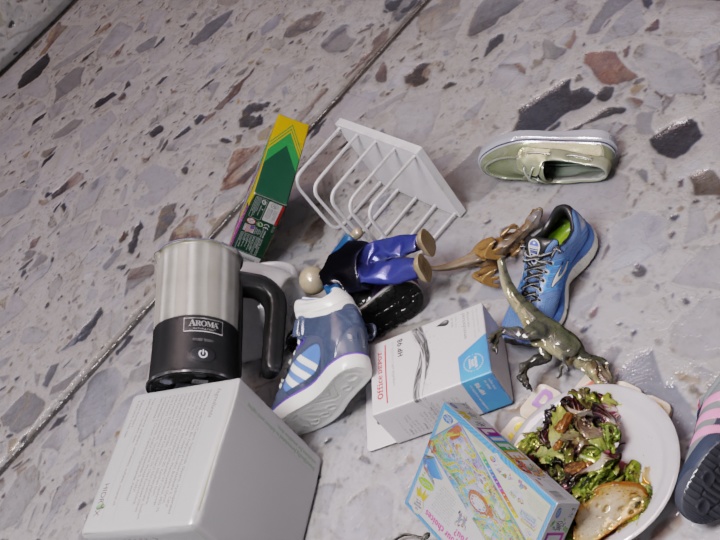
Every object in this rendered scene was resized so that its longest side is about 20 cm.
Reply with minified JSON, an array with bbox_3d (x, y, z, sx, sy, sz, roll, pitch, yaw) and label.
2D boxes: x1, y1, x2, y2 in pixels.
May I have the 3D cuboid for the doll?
[{"bbox_3d":[0.000,0.000,1.404,0.200,0.048,0.137,-10,53,31],"label":"doll"}]

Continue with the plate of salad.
[{"bbox_3d":[0.233,0.200,1.098,0.200,0.048,0.200,-23,42,23],"label":"plate of salad"}]

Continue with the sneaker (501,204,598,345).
[{"bbox_3d":[0.220,0.002,1.294,0.078,0.089,0.200,7,59,42],"label":"sneaker"}]

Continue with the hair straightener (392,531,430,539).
[{"bbox_3d":[-0.004,0.344,1.168,0.200,0.041,0.077,-39,38,8],"label":"hair straightener"}]

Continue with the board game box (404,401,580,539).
[{"bbox_3d":[0.132,0.246,1.111,0.200,0.034,0.135,40,115,51],"label":"board game box"}]

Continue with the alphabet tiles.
[{"bbox_3d":[0.239,0.198,1.145,0.196,0.015,0.200,-48,39,-12],"label":"alphabet tiles"}]

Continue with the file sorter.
[{"bbox_3d":[0.023,-0.112,1.525,0.125,0.139,0.200,-50,39,-11],"label":"file sorter"}]

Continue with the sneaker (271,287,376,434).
[{"bbox_3d":[-0.062,0.111,1.362,0.200,0.080,0.147,-45,47,37],"label":"sneaker"}]

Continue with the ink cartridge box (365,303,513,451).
[{"bbox_3d":[0.079,0.134,1.293,0.200,0.067,0.116,-23,40,19],"label":"ink cartridge box"}]

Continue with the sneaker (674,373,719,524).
[{"bbox_3d":[0.364,0.163,1.055,0.200,0.070,0.082,-51,19,-15],"label":"sneaker"}]

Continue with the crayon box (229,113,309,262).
[{"bbox_3d":[-0.147,-0.113,1.636,0.200,0.058,0.173,121,166,-50],"label":"crayon box"}]

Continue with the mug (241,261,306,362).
[{"bbox_3d":[-0.163,0.045,1.523,0.175,0.148,0.200,-6,28,25],"label":"mug"}]

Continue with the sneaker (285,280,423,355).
[{"bbox_3d":[-0.011,0.056,1.449,0.200,0.076,0.088,-25,33,3],"label":"sneaker"}]

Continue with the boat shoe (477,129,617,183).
[{"bbox_3d":[0.250,-0.151,1.437,0.200,0.072,0.062,-5,47,32],"label":"boat shoe"}]

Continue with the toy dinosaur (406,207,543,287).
[{"bbox_3d":[0.161,-0.017,1.402,0.200,0.061,0.106,-23,16,10],"label":"toy dinosaur"}]

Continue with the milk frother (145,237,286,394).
[{"bbox_3d":[-0.208,0.092,1.380,0.200,0.180,0.189,-34,47,45],"label":"milk frother"}]

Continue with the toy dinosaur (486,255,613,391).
[{"bbox_3d":[0.201,0.081,1.219,0.088,0.047,0.200,-41,67,-4],"label":"toy dinosaur"}]

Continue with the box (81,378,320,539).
[{"bbox_3d":[-0.182,0.269,1.258,0.171,0.199,0.200,-11,46,29],"label":"box"}]
